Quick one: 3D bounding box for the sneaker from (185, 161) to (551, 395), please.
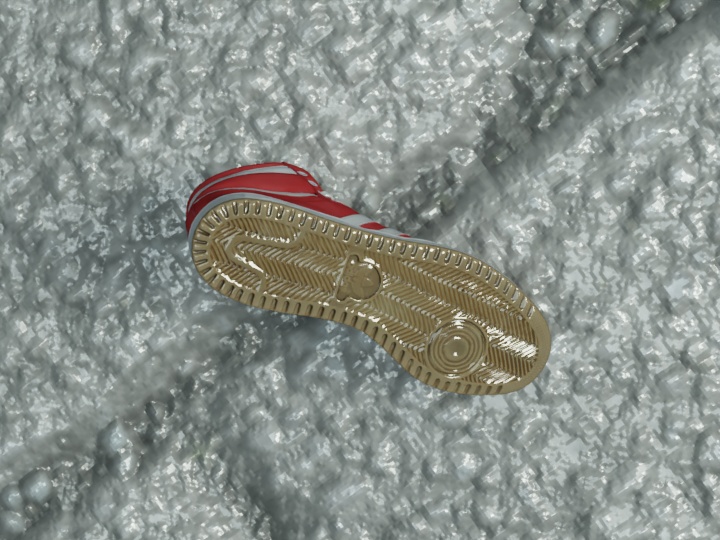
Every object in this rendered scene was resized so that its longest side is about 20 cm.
[{"bbox_3d":[0.000,0.000,0.901,0.200,0.112,0.071,22,99,-17],"label":"sneaker"}]
